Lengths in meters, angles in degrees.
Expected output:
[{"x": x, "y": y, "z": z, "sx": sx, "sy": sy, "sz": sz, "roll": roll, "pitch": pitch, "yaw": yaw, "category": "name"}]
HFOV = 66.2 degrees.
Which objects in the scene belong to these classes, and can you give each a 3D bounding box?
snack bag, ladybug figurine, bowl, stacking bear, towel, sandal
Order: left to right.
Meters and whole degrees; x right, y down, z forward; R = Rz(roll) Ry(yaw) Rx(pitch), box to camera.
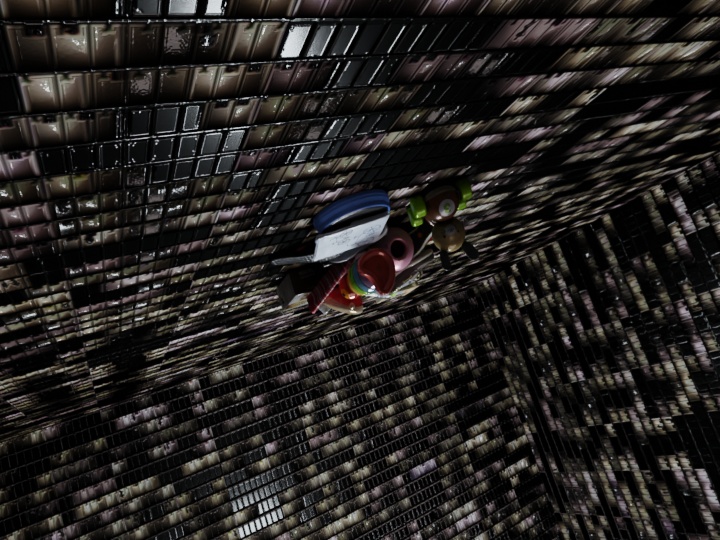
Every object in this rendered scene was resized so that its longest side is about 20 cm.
[{"x": -0.149, "y": -0.050, "z": 1.490, "sx": 0.192, "sy": 0.047, "sz": 0.075, "roll": -5, "pitch": 162, "yaw": -3, "category": "sandal"}, {"x": -0.090, "y": 0.025, "z": 1.616, "sx": 0.202, "sy": 0.022, "sz": 0.145, "roll": -52, "pitch": -165, "yaw": 5, "category": "towel"}, {"x": -0.056, "y": 0.086, "z": 1.726, "sx": 0.132, "sy": 0.075, "sz": 0.199, "roll": 14, "pitch": -179, "yaw": -26, "category": "ladybug figurine"}, {"x": -0.031, "y": -0.083, "z": 1.378, "sx": 0.193, "sy": 0.022, "sz": 0.189, "roll": -19, "pitch": 168, "yaw": -13, "category": "snack bag"}, {"x": -0.018, "y": -0.131, "z": 1.335, "sx": 0.194, "sy": 0.041, "sz": 0.201, "roll": -20, "pitch": 169, "yaw": -4, "category": "bowl"}, {"x": 0.005, "y": 0.023, "z": 1.566, "sx": 0.199, "sy": 0.121, "sz": 0.115, "roll": -32, "pitch": -163, "yaw": 53, "category": "stacking bear"}]

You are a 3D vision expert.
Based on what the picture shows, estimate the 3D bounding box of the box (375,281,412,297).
[{"x": 0.092, "y": 0.021, "z": 1.959, "sx": 0.196, "sy": 0.043, "sz": 0.153, "roll": -22, "pitch": -148, "yaw": -40, "category": "box"}]

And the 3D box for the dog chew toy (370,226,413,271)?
[{"x": 0.083, "y": -0.063, "z": 1.645, "sx": 0.120, "sy": 0.129, "sz": 0.199, "roll": -17, "pitch": -175, "yaw": -14, "category": "dog chew toy"}]

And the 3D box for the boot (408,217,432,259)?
[{"x": 0.202, "y": -0.102, "z": 1.718, "sx": 0.200, "sy": 0.073, "sz": 0.143, "roll": -48, "pitch": 160, "yaw": 26, "category": "boot"}]

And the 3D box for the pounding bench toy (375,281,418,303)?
[{"x": 0.133, "y": 0.025, "z": 2.125, "sx": 0.151, "sy": 0.128, "sz": 0.200, "roll": -14, "pitch": 167, "yaw": -29, "category": "pounding bench toy"}]

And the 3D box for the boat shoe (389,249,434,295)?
[{"x": 0.154, "y": 0.006, "z": 1.719, "sx": 0.198, "sy": 0.061, "sz": 0.072, "roll": -33, "pitch": -173, "yaw": 25, "category": "boat shoe"}]

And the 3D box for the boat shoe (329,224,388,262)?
[{"x": -0.006, "y": -0.081, "z": 1.540, "sx": 0.196, "sy": 0.072, "sz": 0.066, "roll": -32, "pitch": 165, "yaw": 15, "category": "boat shoe"}]

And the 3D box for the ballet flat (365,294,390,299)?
[{"x": 0.025, "y": 0.060, "z": 2.002, "sx": 0.196, "sy": 0.071, "sz": 0.067, "roll": 20, "pitch": -157, "yaw": 37, "category": "ballet flat"}]

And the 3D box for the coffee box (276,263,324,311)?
[{"x": -0.192, "y": 0.055, "z": 1.779, "sx": 0.110, "sy": 0.082, "sz": 0.200, "roll": -16, "pitch": 168, "yaw": -25, "category": "coffee box"}]

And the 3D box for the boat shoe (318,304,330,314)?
[{"x": -0.094, "y": 0.092, "z": 1.890, "sx": 0.071, "sy": 0.070, "sz": 0.200, "roll": -35, "pitch": -178, "yaw": 20, "category": "boat shoe"}]

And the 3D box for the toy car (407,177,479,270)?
[{"x": 0.233, "y": -0.110, "z": 1.467, "sx": 0.159, "sy": 0.207, "sz": 0.158, "roll": -19, "pitch": 170, "yaw": -3, "category": "toy car"}]

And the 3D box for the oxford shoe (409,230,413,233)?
[{"x": 0.128, "y": -0.076, "z": 1.772, "sx": 0.199, "sy": 0.058, "sz": 0.076, "roll": -43, "pitch": 142, "yaw": -9, "category": "oxford shoe"}]

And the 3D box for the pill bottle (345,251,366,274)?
[{"x": 0.000, "y": 0.000, "z": 1.758, "sx": 0.116, "sy": 0.124, "sz": 0.200, "roll": -21, "pitch": 171, "yaw": 5, "category": "pill bottle"}]
